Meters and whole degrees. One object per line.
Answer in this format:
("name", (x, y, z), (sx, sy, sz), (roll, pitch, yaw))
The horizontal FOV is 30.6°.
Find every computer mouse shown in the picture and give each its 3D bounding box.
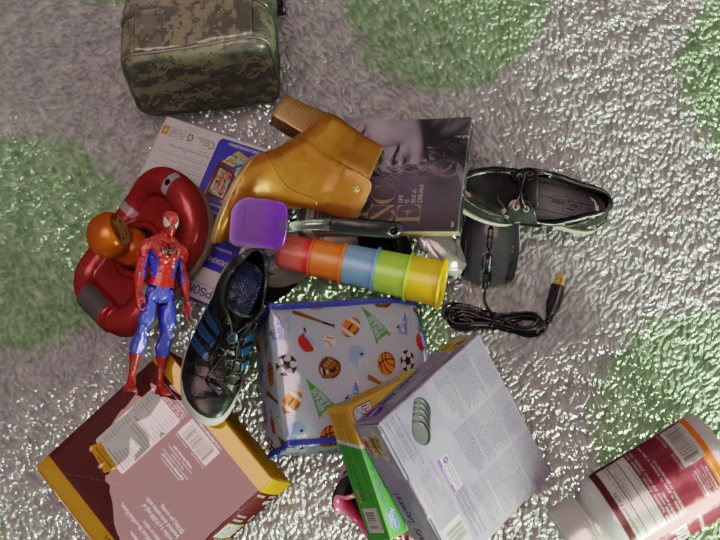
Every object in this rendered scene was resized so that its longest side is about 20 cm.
("computer mouse", (0.180, -0.020, 1.567), (0.138, 0.046, 0.203), (11, 81, 9))

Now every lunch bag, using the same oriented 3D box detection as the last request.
("lunch bag", (-0.015, 0.123, 1.522), (0.197, 0.124, 0.173), (-5, 78, -18))
("lunch bag", (-0.191, -0.297, 1.613), (0.197, 0.140, 0.170), (-8, 61, 2))

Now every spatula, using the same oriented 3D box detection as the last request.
("spatula", (-0.047, -0.050, 1.473), (0.197, 0.021, 0.057), (1, 107, -15))

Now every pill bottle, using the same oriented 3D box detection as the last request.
("pill bottle", (0.317, 0.258, 1.468), (0.198, 0.114, 0.115), (-31, 78, 0))

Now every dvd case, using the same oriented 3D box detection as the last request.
("dvd case", (0.029, -0.110, 1.543), (0.197, 0.016, 0.151), (0, 66, 20))

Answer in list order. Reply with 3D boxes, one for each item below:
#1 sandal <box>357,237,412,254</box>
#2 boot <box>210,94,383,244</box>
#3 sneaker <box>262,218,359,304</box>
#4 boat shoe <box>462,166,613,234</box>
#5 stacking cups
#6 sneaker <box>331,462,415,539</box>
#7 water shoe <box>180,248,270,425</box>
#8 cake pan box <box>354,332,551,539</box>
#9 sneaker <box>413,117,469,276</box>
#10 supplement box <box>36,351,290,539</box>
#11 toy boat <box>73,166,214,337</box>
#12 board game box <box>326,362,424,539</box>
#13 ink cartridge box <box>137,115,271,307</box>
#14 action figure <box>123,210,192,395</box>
("sandal", (0.028, -0.081, 1.579), (0.045, 0.074, 0.203), (-27, 71, 45))
("boot", (-0.069, -0.088, 1.497), (0.143, 0.071, 0.203), (30, 79, -3))
("sneaker", (-0.096, -0.016, 1.591), (0.198, 0.072, 0.073), (-26, 57, 3))
("boat shoe", (0.204, -0.086, 1.534), (0.197, 0.066, 0.076), (15, 73, -13))
("stacking cups", (0.000, 0.000, 1.517), (0.197, 0.061, 0.061), (9, 81, 12))
("sneaker", (0.046, 0.296, 1.485), (0.199, 0.095, 0.079), (38, 118, 4))
("water shoe", (-0.150, 0.069, 1.454), (0.071, 0.079, 0.203), (16, 70, -9))
("cake pan box", (0.107, 0.199, 1.438), (0.184, 0.052, 0.202), (-38, 105, -34))
("sneaker", (0.095, -0.092, 1.559), (0.081, 0.075, 0.203), (-22, 71, 19))
("supplement box", (-0.224, 0.238, 1.521), (0.200, 0.133, 0.198), (-42, 78, -3))
("toy boat", (-0.263, -0.030, 1.509), (0.130, 0.131, 0.201), (38, 93, 30))
("board game box", (0.068, 0.189, 1.468), (0.199, 0.040, 0.155), (-22, 95, -38))
("ink cartridge box", (-0.196, -0.069, 1.588), (0.196, 0.047, 0.202), (20, 85, 30))
("action figure", (-0.221, 0.035, 1.451), (0.065, 0.052, 0.203), (8, 84, -22))
